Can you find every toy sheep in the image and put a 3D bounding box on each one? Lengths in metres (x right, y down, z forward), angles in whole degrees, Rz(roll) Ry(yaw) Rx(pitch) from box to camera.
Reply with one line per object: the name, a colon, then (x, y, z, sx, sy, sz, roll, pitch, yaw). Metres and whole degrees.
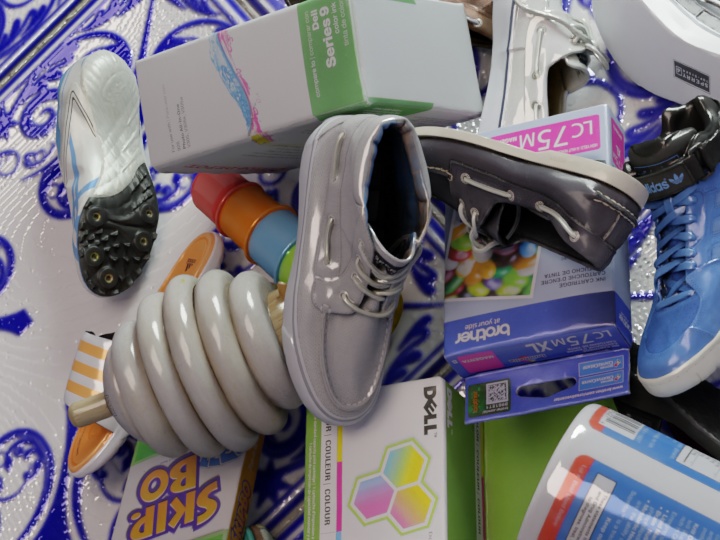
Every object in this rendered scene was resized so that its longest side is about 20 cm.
toy sheep: (-0.104, 0.064, 1.325, 0.199, 0.138, 0.139, -27, 58, 8)

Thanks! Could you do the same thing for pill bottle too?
pill bottle: (0.200, 0.169, 1.158, 0.199, 0.112, 0.113, 26, 81, 15)

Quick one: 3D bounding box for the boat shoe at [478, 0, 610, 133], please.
boat shoe: (0.137, -0.147, 1.375, 0.085, 0.075, 0.204, 2, 72, 28)

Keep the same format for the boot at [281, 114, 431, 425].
boot: (0.000, 0.000, 1.243, 0.095, 0.073, 0.202, 180, 88, -65)

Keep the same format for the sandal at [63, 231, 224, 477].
sandal: (-0.174, 0.051, 1.440, 0.208, 0.059, 0.079, -62, 23, -12)

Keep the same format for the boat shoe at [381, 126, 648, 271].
boat shoe: (0.085, -0.044, 1.241, 0.199, 0.073, 0.063, 13, 75, 39)

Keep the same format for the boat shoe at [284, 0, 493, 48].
boat shoe: (0.024, -0.198, 1.458, 0.198, 0.072, 0.073, 3, 71, 28)

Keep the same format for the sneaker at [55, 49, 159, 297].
sneaker: (-0.202, -0.071, 1.529, 0.072, 0.071, 0.202, -33, 56, 52)

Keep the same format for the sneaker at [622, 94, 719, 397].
sneaker: (0.198, -0.024, 1.228, 0.076, 0.111, 0.201, -16, 35, 49)

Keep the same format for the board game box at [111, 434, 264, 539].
board game box: (-0.118, 0.146, 1.372, 0.095, 0.030, 0.201, -10, 50, 24)

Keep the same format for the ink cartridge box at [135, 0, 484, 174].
ink cartridge box: (-0.037, -0.128, 1.382, 0.199, 0.145, 0.088, -16, 82, 36)

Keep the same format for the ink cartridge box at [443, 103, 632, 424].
ink cartridge box: (0.114, -0.006, 1.275, 0.118, 0.042, 0.202, -11, 60, 22)

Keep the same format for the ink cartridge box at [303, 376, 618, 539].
ink cartridge box: (0.067, 0.147, 1.277, 0.198, 0.076, 0.149, -12, 63, 24)

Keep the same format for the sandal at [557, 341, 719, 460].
sandal: (0.194, 0.092, 1.251, 0.200, 0.075, 0.048, 34, 114, 39)

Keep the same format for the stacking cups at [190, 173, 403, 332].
stacking cups: (-0.053, -0.011, 1.429, 0.061, 0.060, 0.200, -51, 51, -2)

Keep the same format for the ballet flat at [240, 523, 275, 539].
ballet flat: (-0.050, 0.244, 1.285, 0.201, 0.070, 0.070, -98, 23, -60)

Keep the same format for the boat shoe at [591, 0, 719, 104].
boat shoe: (0.237, -0.155, 1.336, 0.067, 0.072, 0.200, -23, 36, -23)
